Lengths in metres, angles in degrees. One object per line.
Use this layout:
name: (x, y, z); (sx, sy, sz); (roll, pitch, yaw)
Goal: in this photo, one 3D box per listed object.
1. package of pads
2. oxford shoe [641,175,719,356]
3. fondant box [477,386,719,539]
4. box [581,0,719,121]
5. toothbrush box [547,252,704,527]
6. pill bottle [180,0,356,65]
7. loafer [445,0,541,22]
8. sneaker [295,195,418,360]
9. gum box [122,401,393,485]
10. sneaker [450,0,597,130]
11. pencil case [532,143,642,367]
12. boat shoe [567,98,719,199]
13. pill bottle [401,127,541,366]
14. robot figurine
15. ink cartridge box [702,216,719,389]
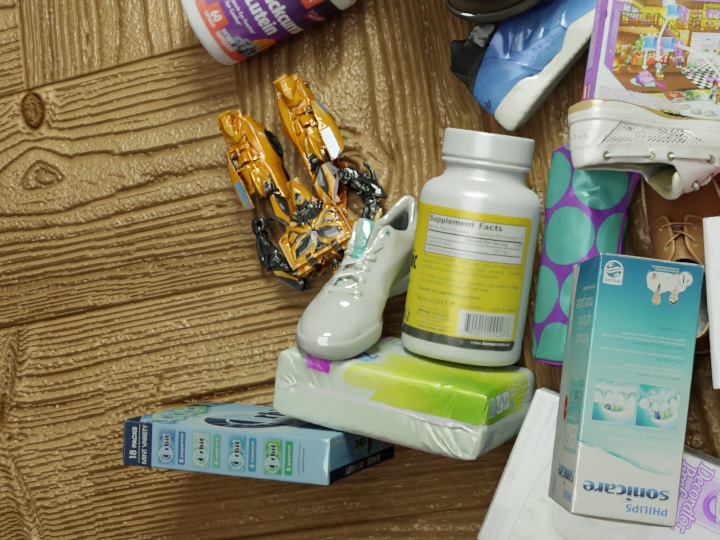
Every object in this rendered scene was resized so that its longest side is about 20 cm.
package of pads: (0.044, 0.108, 1.243); (0.199, 0.154, 0.069); (12, 99, 23)
oxford shoe: (0.285, -0.029, 1.213); (0.071, 0.071, 0.201); (-14, 75, 20)
fondant box: (0.221, 0.206, 1.207); (0.199, 0.058, 0.145); (22, 92, 13)
box: (0.298, -0.194, 1.195); (0.198, 0.039, 0.138); (10, 87, -8)
toothbrush box: (0.208, 0.094, 1.109); (0.085, 0.146, 0.202); (6, 87, 1)
pill bottle: (-0.069, -0.289, 1.349); (0.199, 0.111, 0.112); (-24, 77, 17)
loafer: (0.156, -0.291, 1.211); (0.199, 0.071, 0.073); (-33, 49, -3)
sneaker: (0.000, 0.000, 1.242); (0.075, 0.200, 0.089); (14, 126, 21)
gum box: (-0.089, 0.155, 1.275); (0.199, 0.170, 0.045); (2, 92, 21)
sneaker: (0.165, -0.238, 1.266); (0.111, 0.077, 0.200); (44, 106, 8)
pencil case: (0.205, -0.013, 1.233); (0.092, 0.085, 0.202); (2, 85, 36)
boat shoe: (0.266, -0.093, 1.181); (0.199, 0.071, 0.070); (8, 80, -13)
pill bottle: (0.103, -0.022, 1.244); (0.111, 0.111, 0.202); (10, 96, 21)
robot figurine: (-0.059, -0.081, 1.351); (0.144, 0.058, 0.201); (-30, 74, 16)
ink cartridge box: (0.331, 0.008, 1.122); (0.083, 0.200, 0.177); (-4, 83, 20)
